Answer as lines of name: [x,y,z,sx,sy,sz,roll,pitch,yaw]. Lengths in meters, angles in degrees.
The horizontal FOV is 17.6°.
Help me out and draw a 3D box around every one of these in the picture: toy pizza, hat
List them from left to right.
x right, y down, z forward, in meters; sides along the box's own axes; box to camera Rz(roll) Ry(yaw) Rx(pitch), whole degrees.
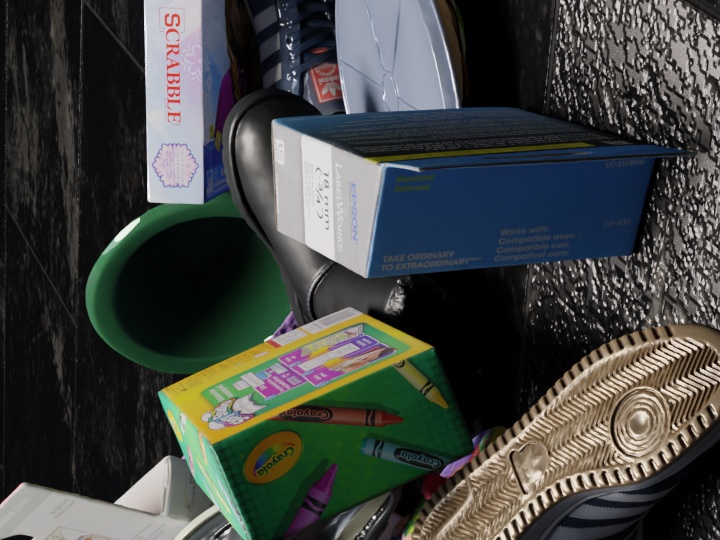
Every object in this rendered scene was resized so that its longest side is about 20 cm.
hat: [-0.114,-0.041,1.598,0.176,0.165,0.200,-101,31,-42]
toy pizza: [0.031,-0.104,1.336,0.200,0.032,0.201,168,90,-75]

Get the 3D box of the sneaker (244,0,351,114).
sneaker: [-0.028,-0.137,1.454,0.085,0.075,0.201,-126,27,-58]

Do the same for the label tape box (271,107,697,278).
label tape box: [0.055,-0.036,1.134,0.200,0.144,0.064,-153,60,-67]

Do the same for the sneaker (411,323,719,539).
sneaker: [0.127,0.098,1.098,0.200,0.108,0.070,-38,50,30]

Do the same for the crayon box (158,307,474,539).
crayon box: [-0.028,0.075,1.182,0.200,0.118,0.058,-157,45,-77]

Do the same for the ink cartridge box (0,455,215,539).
ink cartridge box: [-0.152,0.163,1.390,0.200,0.173,0.044,-42,37,51]

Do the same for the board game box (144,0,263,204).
board game box: [-0.088,-0.158,1.501,0.200,0.041,0.200,-40,-49,-71]

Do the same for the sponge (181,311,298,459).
sponge: [-0.066,0.085,1.471,0.200,0.030,0.112,-53,-4,-34]

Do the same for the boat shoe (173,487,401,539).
boat shoe: [-0.048,0.163,1.288,0.075,0.199,0.066,48,-168,-22]

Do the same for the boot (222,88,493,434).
boot: [-0.001,0.000,1.333,0.162,0.073,0.199,35,148,61]

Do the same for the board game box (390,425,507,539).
board game box: [0.019,0.167,1.280,0.158,0.039,0.201,-47,19,58]

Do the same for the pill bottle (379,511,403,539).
pill bottle: [-0.033,0.181,1.474,0.200,0.110,0.111,-155,62,-67]
